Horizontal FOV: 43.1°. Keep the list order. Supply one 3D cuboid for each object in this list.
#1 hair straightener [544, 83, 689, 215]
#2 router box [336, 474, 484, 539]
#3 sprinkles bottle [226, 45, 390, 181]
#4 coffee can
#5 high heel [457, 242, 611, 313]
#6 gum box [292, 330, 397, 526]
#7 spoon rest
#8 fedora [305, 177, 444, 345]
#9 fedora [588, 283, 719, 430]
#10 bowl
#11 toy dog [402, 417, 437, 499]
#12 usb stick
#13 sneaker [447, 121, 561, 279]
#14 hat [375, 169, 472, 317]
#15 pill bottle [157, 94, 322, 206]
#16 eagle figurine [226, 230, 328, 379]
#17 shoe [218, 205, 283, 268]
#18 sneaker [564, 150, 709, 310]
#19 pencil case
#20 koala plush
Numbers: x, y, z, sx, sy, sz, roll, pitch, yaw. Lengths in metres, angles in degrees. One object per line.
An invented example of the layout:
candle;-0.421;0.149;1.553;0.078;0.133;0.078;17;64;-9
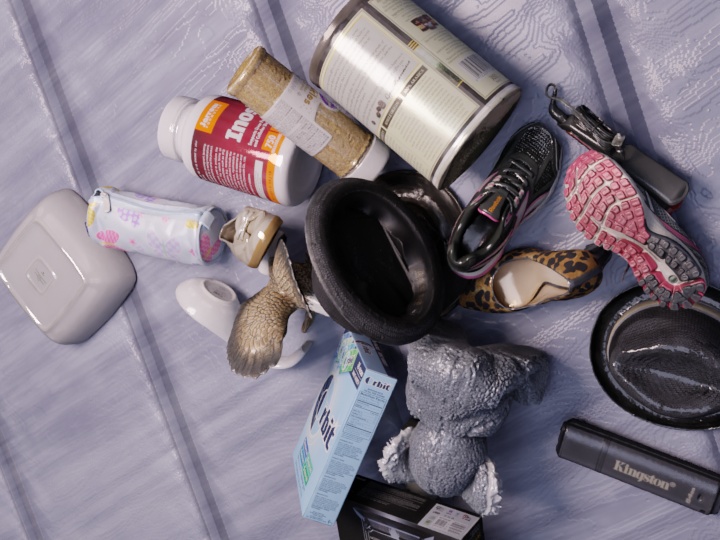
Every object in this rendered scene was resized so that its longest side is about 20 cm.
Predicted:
hair straightener;0.280;-0.144;1.004;0.041;0.077;0.200;-42;76;-7
router box;0.064;0.356;1.141;0.199;0.052;0.158;10;119;38
sprinkles bottle;-0.059;-0.176;1.069;0.200;0.068;0.068;36;118;-19
coffee can;0.061;-0.211;1.042;0.200;0.146;0.147;42;116;10
high heel;0.183;0.017;1.044;0.199;0.142;0.072;-21;94;27
gum box;-0.025;0.188;1.148;0.044;0.170;0.201;21;101;-13
spoon rest;-0.167;0.075;1.251;0.199;0.099;0.061;32;111;3
fedora;0.000;0.000;1.033;0.092;0.200;0.201;-36;86;46
fedora;0.351;0.105;1.016;0.200;0.092;0.202;6;104;23
bowl;-0.458;0.000;1.371;0.200;0.075;0.200;-43;82;26
toy dog;0.071;0.298;1.187;0.131;0.096;0.201;3;103;30
usb stick;0.333;0.234;1.090;0.199;0.033;0.056;19;109;19
sneaker;0.165;-0.077;1.046;0.080;0.086;0.201;29;97;13
hat;0.046;-0.020;1.132;0.200;0.081;0.202;6;105;22
pill bottle;-0.156;-0.160;1.171;0.199;0.113;0.114;18;109;19
eagle figurine;-0.090;0.030;1.139;0.150;0.200;0.153;-9;99;27
shoe;-0.144;-0.043;1.156;0.053;0.200;0.070;28;82;-13
sneaker;0.301;-0.046;1.000;0.081;0.075;0.200;-42;83;35
pencil case;-0.283;-0.064;1.269;0.199;0.083;0.091;12;129;20
koala plush;0.109;0.178;1.074;0.177;0.184;0.201;17;98;17
